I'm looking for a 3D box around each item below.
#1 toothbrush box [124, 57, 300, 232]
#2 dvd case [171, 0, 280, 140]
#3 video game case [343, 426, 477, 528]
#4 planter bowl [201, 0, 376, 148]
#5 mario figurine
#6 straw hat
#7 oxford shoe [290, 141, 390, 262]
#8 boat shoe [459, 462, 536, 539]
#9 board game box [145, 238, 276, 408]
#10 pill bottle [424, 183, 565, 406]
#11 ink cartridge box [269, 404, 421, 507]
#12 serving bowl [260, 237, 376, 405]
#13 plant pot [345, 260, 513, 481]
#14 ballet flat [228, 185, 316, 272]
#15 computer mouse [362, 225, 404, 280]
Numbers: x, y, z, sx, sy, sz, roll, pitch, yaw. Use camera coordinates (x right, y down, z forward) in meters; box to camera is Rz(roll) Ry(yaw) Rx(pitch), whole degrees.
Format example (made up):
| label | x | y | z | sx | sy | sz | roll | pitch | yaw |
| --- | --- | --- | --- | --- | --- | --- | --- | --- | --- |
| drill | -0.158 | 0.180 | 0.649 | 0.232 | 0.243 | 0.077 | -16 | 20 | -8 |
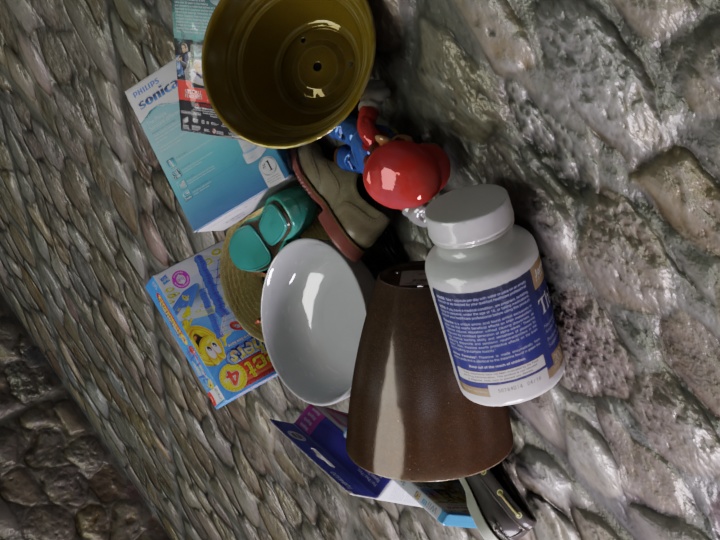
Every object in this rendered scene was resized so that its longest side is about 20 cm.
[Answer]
| label | x | y | z | sx | sy | sz | roll | pitch | yaw |
| --- | --- | --- | --- | --- | --- | --- | --- | --- | --- |
| toothbrush box | -0.173 | -0.167 | 1.558 | 0.200 | 0.146 | 0.085 | 62 | -162 | 6 |
| dvd case | -0.150 | -0.247 | 1.431 | 0.146 | 0.022 | 0.200 | 12 | 115 | 33 |
| video game case | 0.087 | 0.256 | 1.573 | 0.200 | 0.143 | 0.018 | 36 | 104 | 43 |
| planter bowl | -0.060 | -0.221 | 1.333 | 0.200 | 0.200 | 0.083 | 53 | -164 | 18 |
| mario figurine | 0.040 | -0.122 | 1.336 | 0.123 | 0.106 | 0.200 | 32 | -175 | -31 |
| straw hat | -0.085 | 0.000 | 1.668 | 0.201 | 0.085 | 0.201 | -4 | 82 | 33 |
| oxford shoe | -0.021 | -0.098 | 1.486 | 0.070 | 0.075 | 0.200 | 36 | -160 | -51 |
| boat shoe | 0.143 | 0.228 | 1.500 | 0.072 | 0.061 | 0.201 | 31 | -151 | -56 |
| board game box | -0.157 | 0.055 | 1.744 | 0.196 | 0.200 | 0.056 | 59 | 155 | 5 |
| pill bottle | 0.127 | 0.022 | 1.242 | 0.111 | 0.111 | 0.200 | 23 | 137 | 55 |
| ink cartridge box | 0.012 | 0.238 | 1.648 | 0.196 | 0.200 | 0.043 | 34 | 100 | 47 |
| serving bowl | -0.035 | 0.058 | 1.527 | 0.200 | 0.066 | 0.200 | 10 | 103 | 47 |
| plant pot | 0.071 | 0.098 | 1.388 | 0.187 | 0.187 | 0.200 | 25 | 123 | 54 |
| ballet flat | -0.102 | -0.051 | 1.584 | 0.067 | 0.070 | 0.200 | 59 | 151 | 4 |
| computer mouse | 0.000 | 0.000 | 1.554 | 0.140 | 0.046 | 0.200 | 62 | 157 | -5 |
